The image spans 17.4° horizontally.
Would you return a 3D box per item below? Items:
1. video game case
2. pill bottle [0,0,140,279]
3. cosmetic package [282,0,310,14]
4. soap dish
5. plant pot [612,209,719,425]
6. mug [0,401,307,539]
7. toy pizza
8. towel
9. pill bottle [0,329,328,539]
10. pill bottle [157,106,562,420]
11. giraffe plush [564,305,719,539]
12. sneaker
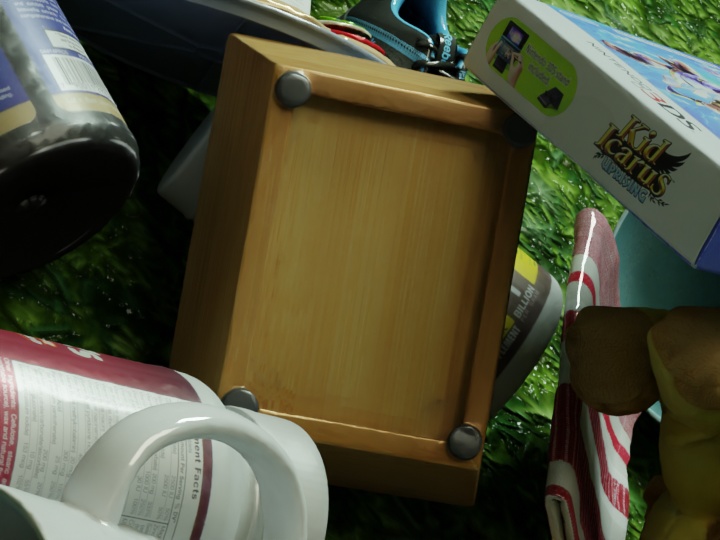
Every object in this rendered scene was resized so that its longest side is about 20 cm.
[{"bbox_3d":[0.172,-0.050,1.089,0.199,0.046,0.181,12,25,-42],"label":"video game case"},{"bbox_3d":[-0.192,-0.104,1.089,0.112,0.112,0.201,-4,57,-49],"label":"pill bottle"},{"bbox_3d":[-0.121,-0.179,1.305,0.199,0.051,0.083,31,37,-21],"label":"cosmetic package"},{"bbox_3d":[0.000,0.000,1.096,0.156,0.081,0.201,11,85,-13],"label":"soap dish"},{"bbox_3d":[0.251,0.034,1.379,0.201,0.199,0.135,66,9,30],"label":"plant pot"},{"bbox_3d":[-0.083,0.146,0.867,0.175,0.201,0.147,25,-8,-43],"label":"mug"},{"bbox_3d":[-0.067,-0.122,1.196,0.199,0.200,0.032,22,80,-31],"label":"toy pizza"},{"bbox_3d":[0.121,0.086,1.210,0.201,0.023,0.145,-78,159,-46],"label":"towel"},{"bbox_3d":[-0.118,0.087,0.962,0.199,0.110,0.110,16,42,-37],"label":"pill bottle"},{"bbox_3d":[-0.002,-0.009,1.193,0.200,0.109,0.109,38,33,-9],"label":"pill bottle"},{"bbox_3d":[0.177,0.101,1.140,0.171,0.200,0.163,2,88,-13],"label":"giraffe plush"},{"bbox_3d":[0.024,-0.093,1.341,0.073,0.082,0.201,21,41,-34],"label":"sneaker"}]
